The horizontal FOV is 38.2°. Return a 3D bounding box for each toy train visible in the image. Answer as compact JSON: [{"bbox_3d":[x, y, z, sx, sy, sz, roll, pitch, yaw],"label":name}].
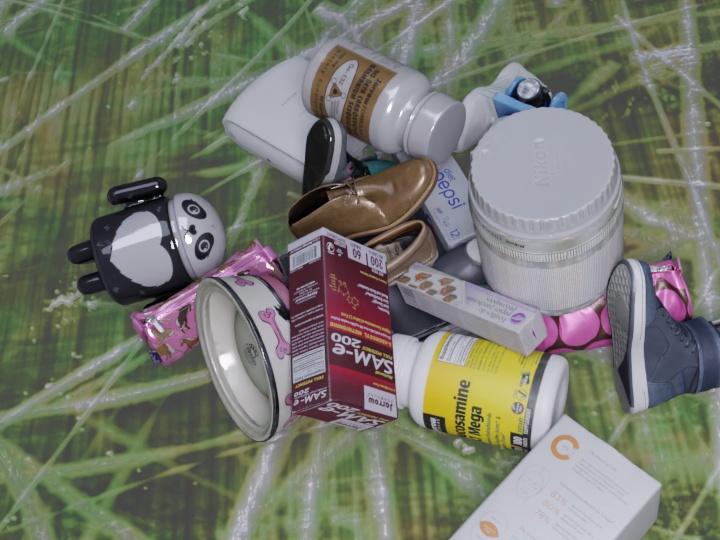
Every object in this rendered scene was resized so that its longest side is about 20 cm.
[{"bbox_3d":[0.211,-0.154,1.306,0.087,0.200,0.114,28,75,27],"label":"toy train"}]

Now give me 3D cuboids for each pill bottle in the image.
[{"bbox_3d":[0.125,0.132,1.166,0.200,0.112,0.112,11,58,19],"label":"pill bottle"},{"bbox_3d":[0.031,-0.217,1.355,0.200,0.114,0.114,31,66,25],"label":"pill bottle"}]

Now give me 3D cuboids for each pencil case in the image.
[{"bbox_3d":[0.280,0.041,1.211,0.200,0.094,0.091,-14,52,3],"label":"pencil case"},{"bbox_3d":[-0.186,0.038,1.303,0.200,0.083,0.087,-31,16,-5],"label":"pencil case"}]

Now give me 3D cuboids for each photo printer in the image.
[{"bbox_3d":[-0.087,-0.219,1.489,0.200,0.069,0.166,33,67,29],"label":"photo printer"}]

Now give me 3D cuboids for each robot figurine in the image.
[{"bbox_3d":[-0.275,-0.027,1.355,0.200,0.150,0.125,-17,40,0],"label":"robot figurine"}]

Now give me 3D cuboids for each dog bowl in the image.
[{"bbox_3d":[-0.117,0.093,1.203,0.074,0.200,0.200,-18,50,-27],"label":"dog bowl"}]

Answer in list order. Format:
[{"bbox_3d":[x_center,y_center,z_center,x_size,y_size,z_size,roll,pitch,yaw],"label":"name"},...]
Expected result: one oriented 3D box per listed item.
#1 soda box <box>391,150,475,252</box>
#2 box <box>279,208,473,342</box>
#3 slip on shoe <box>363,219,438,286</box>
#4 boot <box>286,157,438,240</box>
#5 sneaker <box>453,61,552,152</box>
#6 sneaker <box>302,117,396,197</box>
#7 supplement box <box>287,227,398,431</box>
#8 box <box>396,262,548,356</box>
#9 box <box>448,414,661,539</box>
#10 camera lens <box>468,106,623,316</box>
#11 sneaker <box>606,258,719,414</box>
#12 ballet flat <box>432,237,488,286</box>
[{"bbox_3d":[0.108,-0.097,1.364,0.068,0.063,0.200,-23,53,-5],"label":"soda box"},{"bbox_3d":[0.021,0.028,1.304,0.198,0.050,0.200,-21,53,-5],"label":"box"},{"bbox_3d":[0.000,0.000,1.260,0.200,0.061,0.076,-22,52,-5],"label":"slip on shoe"},{"bbox_3d":[0.000,-0.086,1.273,0.200,0.075,0.074,-28,54,19],"label":"boot"},{"bbox_3d":[0.192,-0.216,1.416,0.080,0.070,0.200,35,54,20],"label":"sneaker"},{"bbox_3d":[-0.005,-0.128,1.340,0.121,0.200,0.084,-12,62,-15],"label":"sneaker"},{"bbox_3d":[-0.020,0.065,1.138,0.061,0.109,0.200,-24,59,37],"label":"supplement box"},{"bbox_3d":[0.123,0.041,1.181,0.039,0.041,0.200,-43,38,-21],"label":"box"},{"bbox_3d":[0.195,0.270,1.061,0.200,0.098,0.124,-43,57,-18],"label":"box"},{"bbox_3d":[0.201,-0.057,1.118,0.160,0.200,0.160,-6,58,10],"label":"camera lens"},{"bbox_3d":[0.348,0.057,1.124,0.146,0.202,0.077,-14,37,1],"label":"sneaker"},{"bbox_3d":[0.188,-0.023,1.261,0.200,0.073,0.073,-1,53,-9],"label":"ballet flat"}]
